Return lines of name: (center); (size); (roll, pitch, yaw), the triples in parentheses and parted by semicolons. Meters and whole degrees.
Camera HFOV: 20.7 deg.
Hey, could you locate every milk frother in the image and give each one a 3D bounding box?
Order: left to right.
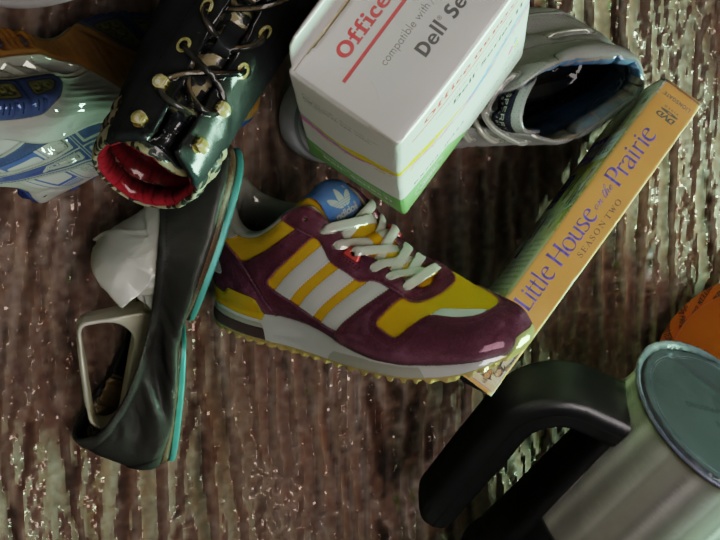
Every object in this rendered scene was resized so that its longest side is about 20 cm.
milk frother: (0.143, 0.170, 1.148); (0.180, 0.200, 0.188); (13, 132, -33)

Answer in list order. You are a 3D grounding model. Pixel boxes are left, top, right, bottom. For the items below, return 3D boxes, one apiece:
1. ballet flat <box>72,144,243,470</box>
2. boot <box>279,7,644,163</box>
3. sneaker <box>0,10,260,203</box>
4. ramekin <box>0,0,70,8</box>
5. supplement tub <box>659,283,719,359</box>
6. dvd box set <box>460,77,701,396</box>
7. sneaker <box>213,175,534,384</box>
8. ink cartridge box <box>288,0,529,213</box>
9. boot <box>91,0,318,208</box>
ballet flat: (-0.116, 0.021, 1.066); (0.068, 0.068, 0.200); (8, 112, -16)
boot: (0.060, -0.100, 1.106); (0.200, 0.096, 0.074); (-20, 116, -21)
sneaker: (-0.149, -0.080, 1.027); (0.200, 0.075, 0.088); (-4, 139, -36)
ramekin: (-0.150, -0.230, 0.897); (0.094, 0.202, 0.203); (-52, 139, -58)
supplement tub: (0.285, 0.100, 1.285); (0.123, 0.123, 0.200); (-50, 124, -4)
dvd box set: (0.117, -0.017, 1.144); (0.029, 0.146, 0.200); (36, 88, 0)
sneaker: (0.000, 0.000, 1.056); (0.075, 0.200, 0.090); (-29, 123, -53)
ink cartridge box: (0.027, -0.109, 0.976); (0.067, 0.200, 0.117); (35, 83, 8)
boot: (-0.055, -0.119, 0.917); (0.073, 0.204, 0.154); (28, 68, -12)
